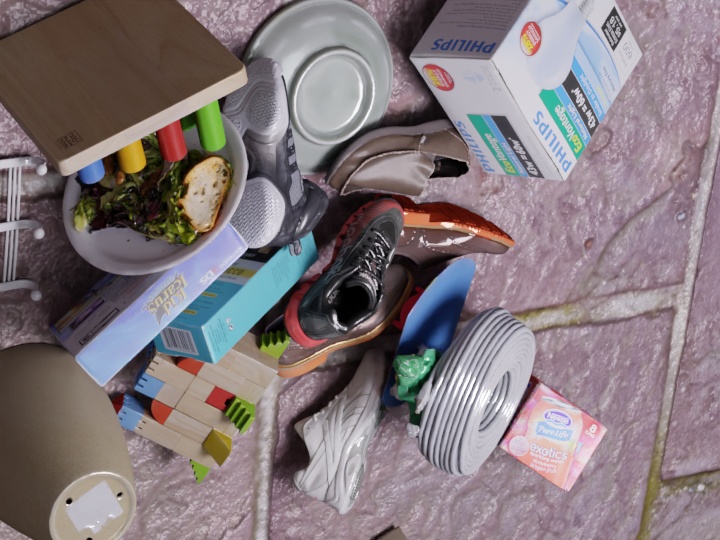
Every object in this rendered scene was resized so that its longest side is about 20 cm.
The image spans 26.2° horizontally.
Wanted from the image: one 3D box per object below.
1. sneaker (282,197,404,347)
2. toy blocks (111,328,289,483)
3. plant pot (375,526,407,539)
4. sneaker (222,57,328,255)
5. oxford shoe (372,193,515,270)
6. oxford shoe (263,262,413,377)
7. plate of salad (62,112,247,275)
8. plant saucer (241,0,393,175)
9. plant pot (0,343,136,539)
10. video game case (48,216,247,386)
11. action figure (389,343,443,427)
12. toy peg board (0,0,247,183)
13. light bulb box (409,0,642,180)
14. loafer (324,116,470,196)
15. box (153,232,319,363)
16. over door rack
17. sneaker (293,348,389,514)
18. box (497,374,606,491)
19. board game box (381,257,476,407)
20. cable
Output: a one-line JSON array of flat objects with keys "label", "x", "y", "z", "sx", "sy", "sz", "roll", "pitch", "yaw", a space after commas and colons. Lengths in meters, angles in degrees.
[{"label": "sneaker", "x": 0.000, "y": 0.000, "z": 1.692, "sx": 0.071, "sy": 0.097, "sz": 0.201, "roll": 47, "pitch": 64, "yaw": -24}, {"label": "toy blocks", "x": -0.185, "y": 0.123, "z": 1.696, "sx": 0.136, "sy": 0.100, "sz": 0.201, "roll": 28, "pitch": 115, "yaw": -17}, {"label": "plant pot", "x": 0.022, "y": 0.485, "z": 1.952, "sx": 0.175, "sy": 0.200, "sz": 0.202, "roll": -21, "pitch": 122, "yaw": -12}, {"label": "sneaker", "x": -0.088, "y": -0.114, "z": 1.624, "sx": 0.113, "sy": 0.075, "sz": 0.203, "roll": 21, "pitch": 68, "yaw": -57}, {"label": "oxford shoe", "x": 0.091, "y": -0.038, "z": 1.833, "sx": 0.198, "sy": 0.071, "sz": 0.073, "roll": 11, "pitch": 109, "yaw": -26}, {"label": "oxford shoe", "x": -0.024, "y": 0.045, "z": 1.778, "sx": 0.199, "sy": 0.071, "sz": 0.073, "roll": -35, "pitch": 142, "yaw": -16}, {"label": "plate of salad", "x": -0.207, "y": -0.089, "z": 1.522, "sx": 0.200, "sy": 0.200, "sz": 0.048, "roll": -45, "pitch": 148, "yaw": -8}, {"label": "plant saucer", "x": -0.039, "y": -0.194, "z": 1.681, "sx": 0.198, "sy": 0.050, "sz": 0.202, "roll": -15, "pitch": 119, "yaw": -28}, {"label": "plant pot", "x": -0.311, "y": 0.200, "z": 1.583, "sx": 0.186, "sy": 0.200, "sz": 0.189, "roll": -14, "pitch": 118, "yaw": -28}, {"label": "video game case", "x": -0.218, "y": 0.020, "z": 1.572, "sx": 0.200, "sy": 0.181, "sz": 0.046, "roll": -43, "pitch": 109, "yaw": -9}, {"label": "action figure", "x": 0.070, "y": 0.127, "z": 1.790, "sx": 0.119, "sy": 0.054, "sz": 0.200, "roll": -56, "pitch": 162, "yaw": -5}, {"label": "toy peg board", "x": -0.234, "y": -0.163, "z": 1.481, "sx": 0.198, "sy": 0.200, "sz": 0.098, "roll": -30, "pitch": 140, "yaw": -19}, {"label": "light bulb box", "x": 0.189, "y": -0.242, "z": 1.734, "sx": 0.201, "sy": 0.124, "sz": 0.199, "roll": -57, "pitch": 131, "yaw": -22}, {"label": "loafer", "x": 0.051, "y": -0.120, "z": 1.738, "sx": 0.198, "sy": 0.071, "sz": 0.073, "roll": -19, "pitch": 157, "yaw": -31}, {"label": "box", "x": -0.133, "y": 0.016, "z": 1.645, "sx": 0.200, "sy": 0.082, "sz": 0.050, "roll": -47, "pitch": 133, "yaw": -41}, {"label": "over door rack", "x": -0.400, "y": -0.031, "z": 1.503, "sx": 0.198, "sy": 0.066, "sz": 0.150, "roll": -5, "pitch": 113, "yaw": -32}, {"label": "sneaker", "x": -0.027, "y": 0.181, "z": 1.845, "sx": 0.078, "sy": 0.098, "sz": 0.202, "roll": 72, "pitch": 37, "yaw": -72}, {"label": "box", "x": 0.233, "y": 0.200, "z": 1.939, "sx": 0.102, "sy": 0.200, "sz": 0.095, "roll": 34, "pitch": 91, "yaw": 2}, {"label": "board game box", "x": 0.067, "y": 0.067, "z": 1.838, "sx": 0.158, "sy": 0.039, "sz": 0.202, "roll": -32, "pitch": 144, "yaw": -50}, {"label": "cable", "x": 0.136, "y": 0.140, "z": 1.794, "sx": 0.201, "sy": 0.069, "sz": 0.200, "roll": -59, "pitch": 158, "yaw": -14}]
